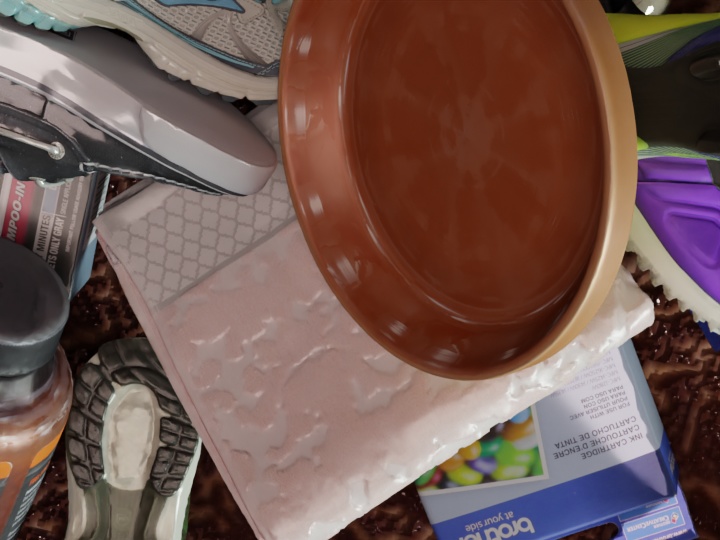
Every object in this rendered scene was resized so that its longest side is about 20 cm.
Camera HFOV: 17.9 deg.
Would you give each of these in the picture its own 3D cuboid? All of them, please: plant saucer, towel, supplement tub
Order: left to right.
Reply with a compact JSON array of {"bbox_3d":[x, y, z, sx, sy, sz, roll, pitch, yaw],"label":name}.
[{"bbox_3d":[-0.195,0.079,1.042,0.106,0.107,0.201,26,124,-2],"label":"supplement tub"},{"bbox_3d":[0.000,0.000,1.021,0.199,0.032,0.192,-33,69,0],"label":"towel"},{"bbox_3d":[0.040,-0.056,0.936,0.032,0.200,0.202,-13,106,-39],"label":"plant saucer"}]

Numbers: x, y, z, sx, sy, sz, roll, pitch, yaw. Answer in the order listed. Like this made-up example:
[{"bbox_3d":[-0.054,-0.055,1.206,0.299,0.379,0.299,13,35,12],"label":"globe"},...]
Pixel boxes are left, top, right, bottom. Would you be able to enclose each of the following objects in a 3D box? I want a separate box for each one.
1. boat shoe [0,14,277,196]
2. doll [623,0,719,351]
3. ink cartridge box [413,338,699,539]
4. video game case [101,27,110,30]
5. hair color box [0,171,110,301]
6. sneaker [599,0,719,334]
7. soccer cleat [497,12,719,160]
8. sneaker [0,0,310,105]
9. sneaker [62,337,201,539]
[{"bbox_3d":[-0.135,-0.070,0.993,0.199,0.072,0.068,24,112,-10],"label":"boat shoe"},{"bbox_3d":[0.162,-0.058,1.048,0.136,0.048,0.201,-26,93,18],"label":"doll"},{"bbox_3d":[0.074,0.060,1.081,0.119,0.042,0.201,-19,102,13],"label":"ink cartridge box"},{"bbox_3d":[-0.050,-0.179,1.003,0.199,0.018,0.143,-15,146,7],"label":"video game case"},{"bbox_3d":[-0.218,-0.060,1.065,0.199,0.061,0.100,13,102,1],"label":"hair color box"},{"bbox_3d":[0.146,-0.057,0.989,0.099,0.070,0.200,-43,88,20],"label":"sneaker"},{"bbox_3d":[0.120,-0.077,0.932,0.199,0.083,0.065,8,108,40],"label":"soccer cleat"},{"bbox_3d":[-0.075,-0.134,0.979,0.199,0.078,0.086,12,136,-29],"label":"sneaker"},{"bbox_3d":[-0.111,0.130,1.084,0.076,0.089,0.201,13,92,0],"label":"sneaker"}]
